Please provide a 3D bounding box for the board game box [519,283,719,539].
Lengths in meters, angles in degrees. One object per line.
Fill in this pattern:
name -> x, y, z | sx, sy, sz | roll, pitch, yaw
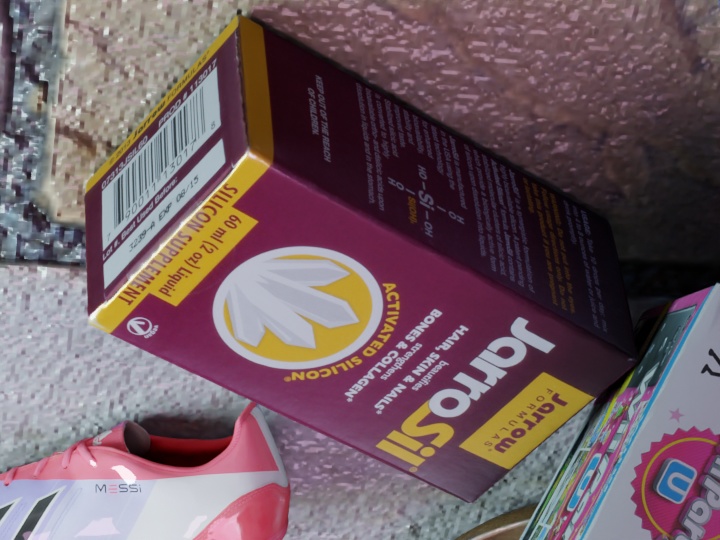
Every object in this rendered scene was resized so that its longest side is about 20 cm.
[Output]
board game box -> 0.119, 0.086, 1.045 | 0.064, 0.200, 0.148 | 28, 86, -1

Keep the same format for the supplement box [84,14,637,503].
supplement box -> 0.000, 0.000, 1.059 | 0.200, 0.086, 0.110 | 27, 125, -28

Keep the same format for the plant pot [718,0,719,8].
plant pot -> 0.239, -0.070, 0.945 | 0.200, 0.200, 0.180 | -30, 123, 21

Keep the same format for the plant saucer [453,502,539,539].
plant saucer -> 0.103, 0.170, 1.268 | 0.199, 0.036, 0.201 | -3, 133, -3

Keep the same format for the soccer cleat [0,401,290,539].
soccer cleat -> -0.130, 0.105, 1.174 | 0.199, 0.067, 0.077 | -6, 103, 8
